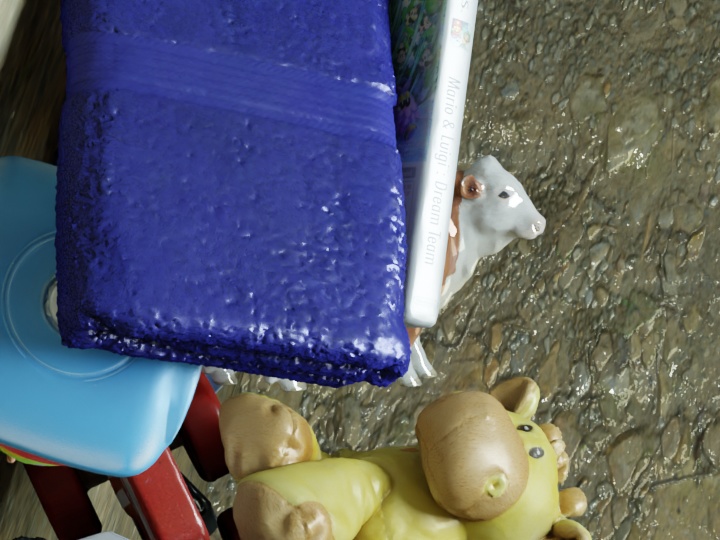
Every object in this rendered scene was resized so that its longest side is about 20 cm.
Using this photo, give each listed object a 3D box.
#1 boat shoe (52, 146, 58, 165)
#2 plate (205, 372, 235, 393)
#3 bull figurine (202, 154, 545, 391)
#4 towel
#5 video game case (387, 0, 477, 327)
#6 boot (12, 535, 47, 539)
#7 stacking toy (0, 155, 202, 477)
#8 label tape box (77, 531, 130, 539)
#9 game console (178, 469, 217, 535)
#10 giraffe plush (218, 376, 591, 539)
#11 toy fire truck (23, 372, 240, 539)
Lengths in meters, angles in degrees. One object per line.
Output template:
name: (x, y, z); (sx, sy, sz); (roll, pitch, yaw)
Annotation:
boat shoe: (-0.112, -0.052, 0.865); (0.066, 0.075, 0.199); (-16, 163, -43)
plate: (-0.053, -0.032, 1.159); (0.200, 0.032, 0.201); (-46, -158, 51)
bull figurine: (0.000, 0.000, 0.978); (0.065, 0.198, 0.123); (-163, -107, -78)
towel: (-0.053, -0.050, 0.739); (0.050, 0.146, 0.202); (131, -38, -53)
video game case: (-0.024, -0.065, 0.849); (0.199, 0.024, 0.184); (-3, -103, 52)
boot: (-0.181, 0.205, 0.951); (0.211, 0.079, 0.159); (-69, 176, -76)
stacking toy: (-0.136, 0.046, 0.796); (0.200, 0.109, 0.117); (131, -24, -64)
label tape box: (-0.138, 0.201, 0.833); (0.199, 0.066, 0.145); (-13, 126, -48)
game console: (-0.124, 0.066, 1.160); (0.118, 0.171, 0.200); (-46, 174, -10)
giraffe plush: (0.035, 0.127, 0.977); (0.200, 0.161, 0.174); (32, 38, -76)
toy fire truck: (-0.103, 0.135, 0.960); (0.168, 0.111, 0.202); (132, -66, -79)
